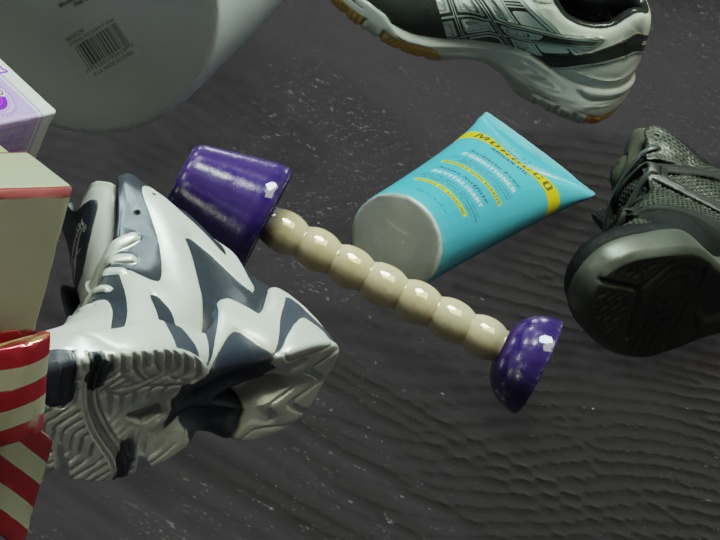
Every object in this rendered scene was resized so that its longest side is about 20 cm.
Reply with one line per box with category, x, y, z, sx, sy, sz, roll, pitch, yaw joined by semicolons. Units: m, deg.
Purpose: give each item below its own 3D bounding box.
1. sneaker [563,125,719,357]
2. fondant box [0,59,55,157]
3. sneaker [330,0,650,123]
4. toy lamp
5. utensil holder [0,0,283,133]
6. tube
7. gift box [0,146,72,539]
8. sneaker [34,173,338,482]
sneaker;0.149;-0.017;1.529;0.114;0.076;0.199;42;31;26
fondant box;-0.262;-0.102;1.346;0.200;0.058;0.144;43;33;22
sneaker;0.075;-0.163;1.671;0.199;0.088;0.076;20;33;-10
toy lamp;0.000;0.000;1.403;0.200;0.058;0.058;28;31;-3
utensil holder;-0.111;-0.182;1.477;0.170;0.170;0.200;30;32;4
tube;0.059;-0.039;1.522;0.077;0.050;0.200;42;28;9
gift box;-0.223;0.027;1.074;0.184;0.201;0.187;-9;31;-40
sneaker;-0.113;0.017;1.266;0.199;0.080;0.130;-12;48;-47
